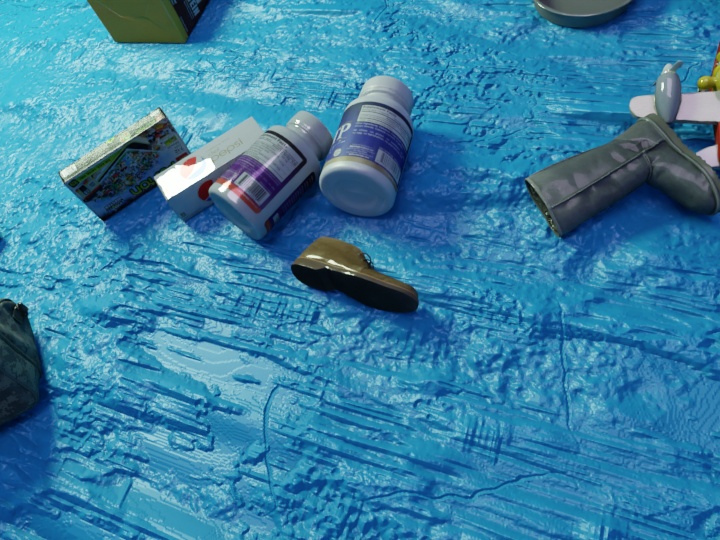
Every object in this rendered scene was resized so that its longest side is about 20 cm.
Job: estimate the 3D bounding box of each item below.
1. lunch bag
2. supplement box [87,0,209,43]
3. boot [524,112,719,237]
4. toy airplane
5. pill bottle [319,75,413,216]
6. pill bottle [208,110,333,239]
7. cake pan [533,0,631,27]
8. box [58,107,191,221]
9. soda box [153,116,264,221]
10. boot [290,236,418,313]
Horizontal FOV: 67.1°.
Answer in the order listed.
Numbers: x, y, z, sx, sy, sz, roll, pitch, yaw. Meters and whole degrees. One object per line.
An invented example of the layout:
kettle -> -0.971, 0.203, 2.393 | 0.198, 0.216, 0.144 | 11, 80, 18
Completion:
lunch bag -> -0.586, 0.144, 0.791 | 0.199, 0.140, 0.168 | -28, 42, -4
supplement box -> -0.458, -0.627, 1.200 | 0.195, 0.133, 0.202 | 8, 63, 18
boot -> 0.355, -0.105, 0.743 | 0.199, 0.073, 0.183 | -29, 63, -3
toy airplane -> 0.508, -0.234, 0.737 | 0.199, 0.141, 0.200 | -33, 54, 1
pill bottle -> 0.019, -0.198, 0.847 | 0.118, 0.120, 0.202 | 8, 62, 17
pill bottle -> -0.135, -0.157, 0.865 | 0.111, 0.112, 0.200 | 32, 71, 27
cake pan -> 0.405, -0.513, 0.985 | 0.198, 0.037, 0.202 | -6, 59, 10
box -> -0.400, -0.183, 0.944 | 0.199, 0.110, 0.035 | -37, 59, -8
soda box -> -0.244, -0.174, 0.929 | 0.199, 0.064, 0.068 | -35, 59, -7
boot -> 0.000, 0.000, 0.771 | 0.198, 0.074, 0.076 | 19, 56, 25
